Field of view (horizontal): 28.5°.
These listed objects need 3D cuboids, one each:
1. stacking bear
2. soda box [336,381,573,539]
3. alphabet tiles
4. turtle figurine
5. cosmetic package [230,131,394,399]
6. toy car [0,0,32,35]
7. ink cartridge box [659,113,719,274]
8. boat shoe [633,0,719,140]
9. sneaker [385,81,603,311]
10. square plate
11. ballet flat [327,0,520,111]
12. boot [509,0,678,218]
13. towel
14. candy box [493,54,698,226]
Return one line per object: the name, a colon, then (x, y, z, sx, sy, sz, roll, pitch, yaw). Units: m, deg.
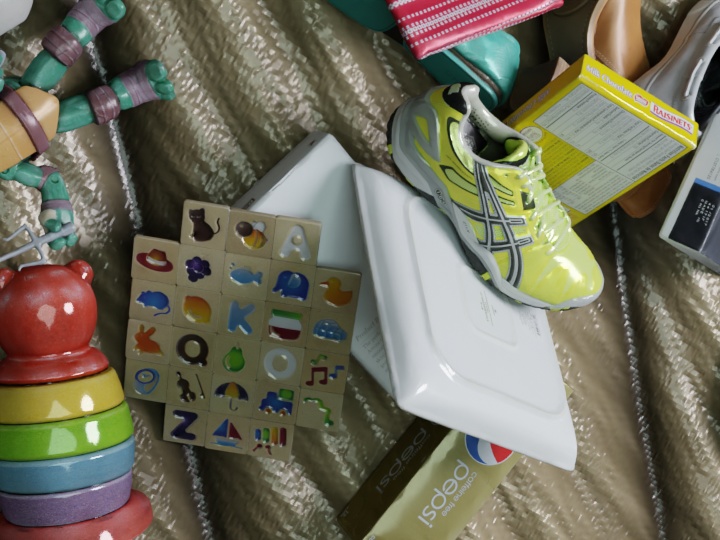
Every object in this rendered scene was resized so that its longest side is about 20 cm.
stacking bear: (-0.218, 0.094, 1.011, 0.121, 0.114, 0.201, -8, 96, -14)
soda box: (0.073, 0.146, 1.114, 0.064, 0.068, 0.200, 39, 88, -18)
alphabet tiles: (-0.089, 0.048, 1.041, 0.165, 0.006, 0.201, 9, 115, 1)
turtle figurine: (-0.230, -0.101, 0.974, 0.200, 0.100, 0.150, -44, 136, -20)
cosmetic package: (0.000, 0.000, 1.070, 0.102, 0.074, 0.200, -42, 104, -4)
toy car: (-0.244, -0.253, 0.921, 0.199, 0.150, 0.176, -34, 105, -8)
ink cartridge box: (0.291, -0.048, 1.092, 0.200, 0.039, 0.100, 16, 98, -62)
boat shoe: (0.270, -0.156, 1.077, 0.200, 0.068, 0.072, -38, 118, -41)
sneaker: (0.105, -0.048, 1.003, 0.200, 0.076, 0.076, 43, 54, -14)
square plate: (0.082, 0.030, 1.017, 0.028, 0.201, 0.198, -33, 141, 32)
ballet flat: (0.040, -0.200, 1.060, 0.200, 0.067, 0.071, 36, 65, -18)
boot: (0.206, -0.155, 1.107, 0.155, 0.074, 0.201, 37, 75, -30)
towel: (0.057, -0.265, 1.026, 0.144, 0.022, 0.201, -24, 90, -25)
candy box: (0.144, -0.080, 1.039, 0.102, 0.200, 0.027, 26, 59, -18)
